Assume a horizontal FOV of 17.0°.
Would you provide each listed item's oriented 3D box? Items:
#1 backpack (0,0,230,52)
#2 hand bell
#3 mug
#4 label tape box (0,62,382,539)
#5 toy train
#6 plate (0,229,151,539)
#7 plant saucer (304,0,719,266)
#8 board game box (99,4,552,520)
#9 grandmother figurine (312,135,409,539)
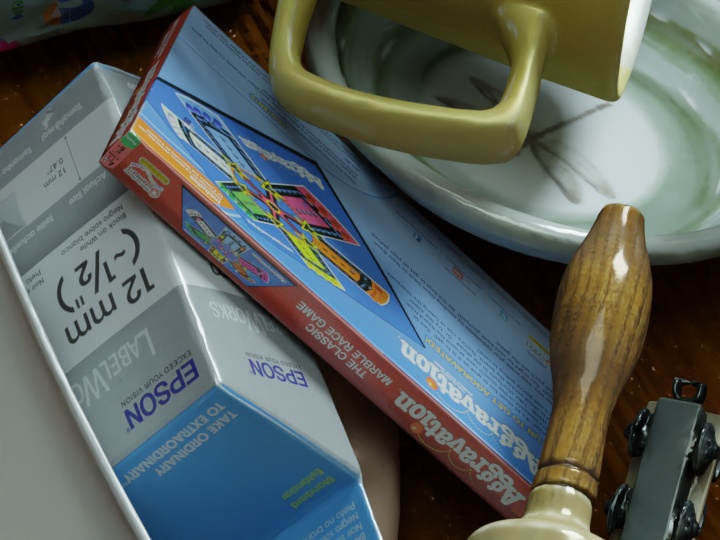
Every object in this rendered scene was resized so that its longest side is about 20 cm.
[{"bbox_3d":[-0.142,-0.179,0.963,0.200,0.151,0.178,-19,60,-7],"label":"backpack"},{"bbox_3d":[0.066,0.063,0.781,0.104,0.104,0.200,11,60,5],"label":"hand bell"},{"bbox_3d":[0.032,-0.143,0.861,0.153,0.150,0.187,14,27,8],"label":"mug"},{"bbox_3d":[-0.088,0.052,0.818,0.143,0.066,0.200,-38,55,25],"label":"label tape box"},{"bbox_3d":[0.087,0.132,0.808,0.034,0.046,0.200,11,73,24],"label":"toy train"},{"bbox_3d":[-0.149,0.100,0.794,0.200,0.032,0.200,-43,59,22],"label":"plate"},{"bbox_3d":[0.073,-0.058,0.925,0.200,0.050,0.200,10,41,-9],"label":"plant saucer"},{"bbox_3d":[0.000,0.000,0.836,0.200,0.019,0.103,42,26,-15],"label":"board game box"},{"bbox_3d":[-0.015,0.032,0.884,0.121,0.061,0.200,22,52,-20],"label":"grandmother figurine"}]
